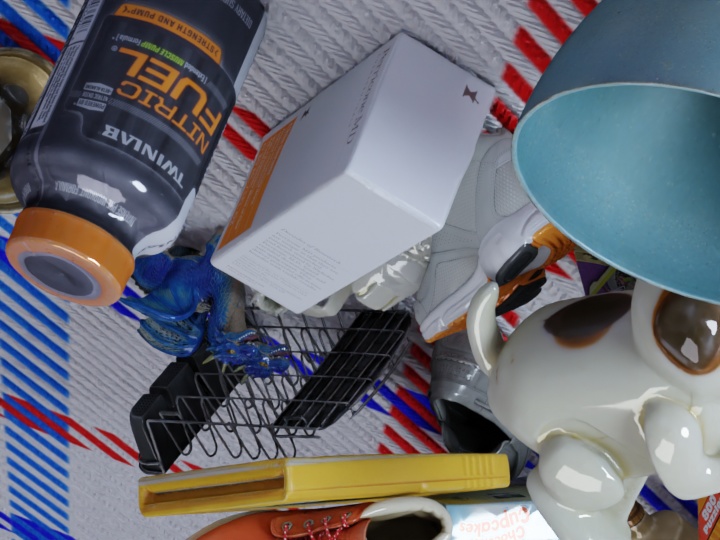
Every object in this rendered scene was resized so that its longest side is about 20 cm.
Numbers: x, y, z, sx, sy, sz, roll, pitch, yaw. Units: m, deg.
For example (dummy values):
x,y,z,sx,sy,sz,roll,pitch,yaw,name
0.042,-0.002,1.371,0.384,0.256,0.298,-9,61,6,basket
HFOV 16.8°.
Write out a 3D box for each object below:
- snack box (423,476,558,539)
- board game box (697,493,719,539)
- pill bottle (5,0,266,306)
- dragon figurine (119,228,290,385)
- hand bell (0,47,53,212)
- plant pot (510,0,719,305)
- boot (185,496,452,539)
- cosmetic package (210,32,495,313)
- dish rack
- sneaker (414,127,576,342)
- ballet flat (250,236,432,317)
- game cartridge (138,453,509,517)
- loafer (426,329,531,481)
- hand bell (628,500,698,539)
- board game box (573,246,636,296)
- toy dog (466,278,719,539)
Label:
x,y,z,sx,sy,sz,roll,pitch,yaw,name
0.095,0.179,1.806,0.115,0.037,0.200,-2,179,-12,snack box
0.356,0.235,1.575,0.199,0.201,0.200,8,161,-25,board game box
-0.134,-0.081,1.399,0.105,0.201,0.106,17,155,8,pill bottle
-0.133,0.020,1.718,0.199,0.100,0.059,11,153,25,dragon figurine
-0.282,-0.099,1.632,0.104,0.105,0.199,39,163,-33,hand bell
0.189,-0.088,1.205,0.199,0.135,0.200,18,155,8,plant pot
-0.033,0.188,1.647,0.198,0.076,0.107,-10,169,-11,boot
-0.008,-0.054,1.471,0.071,0.102,0.200,30,153,-17,cosmetic package
-0.058,0.080,1.731,0.199,0.154,0.055,-1,127,36,dish rack
0.073,-0.025,1.500,0.092,0.075,0.200,63,154,13,sneaker
0.000,0.000,1.617,0.199,0.072,0.072,-9,141,47,ballet flat
-0.025,0.149,1.697,0.199,0.033,0.176,4,170,-39,game cartridge
0.082,0.108,1.759,0.069,0.070,0.200,11,153,21,loafer
0.196,0.178,1.816,0.200,0.104,0.104,47,147,-23,hand bell
0.218,-0.006,1.435,0.199,0.032,0.121,7,129,30,board game box
0.176,0.046,1.408,0.194,0.139,0.200,49,136,1,toy dog
